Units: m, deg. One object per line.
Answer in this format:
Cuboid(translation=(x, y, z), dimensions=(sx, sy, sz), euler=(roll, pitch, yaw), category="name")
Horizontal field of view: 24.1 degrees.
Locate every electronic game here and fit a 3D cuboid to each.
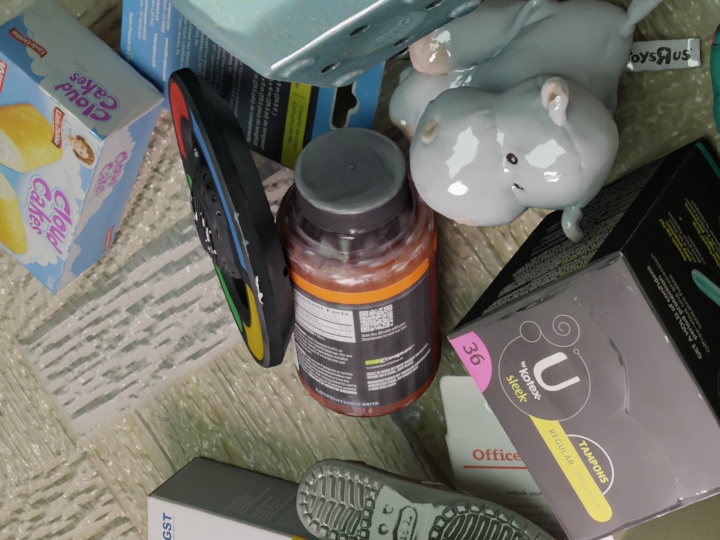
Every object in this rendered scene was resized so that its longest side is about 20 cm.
Cuboid(translation=(-0.088, -0.033, 1.094), dimensions=(0.041, 0.200, 0.202), euler=(-18, 103, -10), category="electronic game")

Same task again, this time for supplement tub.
Cuboid(translation=(0.000, 0.000, 1.102), dimensions=(0.106, 0.107, 0.201), euler=(21, 145, 19), category="supplement tub")

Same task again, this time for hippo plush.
Cuboid(translation=(0.108, -0.077, 1.004), dimensions=(0.197, 0.162, 0.160), euler=(-6, 128, 12), category="hippo plush")

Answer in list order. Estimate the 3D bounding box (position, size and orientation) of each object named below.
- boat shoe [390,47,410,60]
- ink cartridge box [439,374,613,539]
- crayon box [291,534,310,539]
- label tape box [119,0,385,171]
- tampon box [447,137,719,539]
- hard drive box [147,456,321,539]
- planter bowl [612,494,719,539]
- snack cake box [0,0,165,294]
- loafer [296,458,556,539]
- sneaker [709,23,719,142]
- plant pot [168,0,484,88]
Cuboid(translation=(0.048, -0.225, 1.053), dimensions=(0.071, 0.071, 0.202), euler=(13, 114, 23), category="boat shoe")
Cuboid(translation=(0.131, 0.153, 1.156), dimensions=(0.115, 0.067, 0.202), euler=(-2, 109, 30), category="ink cartridge box")
Cuboid(translation=(0.059, 0.259, 1.126), dimensions=(0.172, 0.059, 0.200), euler=(12, 158, 50), category="crayon box")
Cuboid(translation=(-0.063, -0.157, 1.129), dimensions=(0.198, 0.066, 0.144), euler=(24, 131, 15), category="label tape box")
Cuboid(translation=(0.168, 0.038, 1.009), dimensions=(0.126, 0.200, 0.151), euler=(-28, 98, 33), category="tampon box")
Cuboid(translation=(-0.060, 0.248, 1.289), dimensions=(0.198, 0.077, 0.158), euler=(11, 113, 24), category="hard drive box")
Cuboid(translation=(0.238, 0.191, 1.058), dimensions=(0.200, 0.199, 0.136), euler=(-46, 57, 33), category="planter bowl")
Cuboid(translation=(-0.222, -0.086, 1.214), dimensions=(0.115, 0.067, 0.200), euler=(42, 143, 9), category="snack cake box")
Cuboid(translation=(0.056, 0.174, 1.136), dimensions=(0.198, 0.070, 0.076), euler=(24, 97, 10), category="loafer")
Cuboid(translation=(0.286, -0.135, 0.960), dimensions=(0.198, 0.084, 0.122), euler=(-11, 113, 32), category="sneaker")
Cuboid(translation=(-0.028, -0.218, 0.949), dimensions=(0.195, 0.195, 0.202), euler=(-29, 82, 19), category="plant pot")
